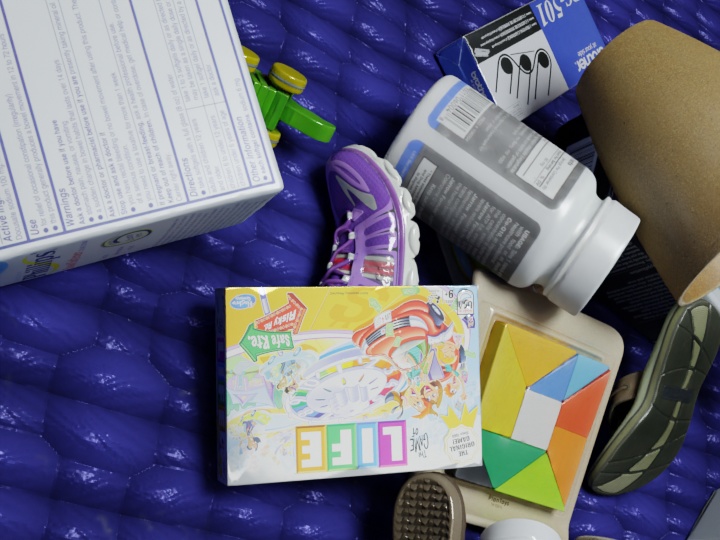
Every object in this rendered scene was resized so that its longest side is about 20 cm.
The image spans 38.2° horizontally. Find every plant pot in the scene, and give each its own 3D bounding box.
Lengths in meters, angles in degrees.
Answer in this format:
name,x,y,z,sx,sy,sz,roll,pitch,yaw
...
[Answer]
name,x,y,z,sx,sy,sz,roll,pitch,yaw
plant pot,0.277,-0.106,0.878,0.185,0.187,0.201,-20,64,-39

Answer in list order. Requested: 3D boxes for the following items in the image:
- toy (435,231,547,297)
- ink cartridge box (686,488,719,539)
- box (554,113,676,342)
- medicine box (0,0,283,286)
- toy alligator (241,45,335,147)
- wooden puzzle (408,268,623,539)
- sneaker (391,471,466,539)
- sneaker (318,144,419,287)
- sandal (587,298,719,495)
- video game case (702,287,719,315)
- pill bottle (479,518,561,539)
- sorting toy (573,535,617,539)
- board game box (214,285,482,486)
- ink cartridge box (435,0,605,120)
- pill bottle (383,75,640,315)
name,x,y,z,sx,sy,sz,roll,pitch,yaw
toy,0.132,-0.011,0.936,0.114,0.047,0.204,-11,84,-40
ink cartridge box,0.438,0.313,1.012,0.083,0.145,0.202,-40,101,-37
box,0.280,-0.048,1.027,0.199,0.104,0.150,34,58,-25
medicine box,-0.174,-0.105,0.662,0.197,0.103,0.185,-16,86,-23
toy alligator,-0.110,-0.147,0.792,0.197,0.060,0.054,20,20,-24
wooden puzzle,0.141,0.121,0.881,0.183,0.037,0.204,22,81,-31
sneaker,0.049,0.254,0.777,0.075,0.069,0.204,29,72,-67
sneaker,0.000,0.000,0.813,0.082,0.080,0.204,-5,80,-32
sandal,0.268,0.116,0.961,0.079,0.057,0.204,21,96,-33
video game case,0.384,-0.005,1.014,0.200,0.022,0.184,46,54,-20
pill bottle,0.119,0.290,0.776,0.110,0.110,0.202,37,37,-23
sorting toy,0.225,0.321,0.822,0.107,0.179,0.201,47,54,-16
board game box,-0.006,0.080,0.759,0.196,0.034,0.137,-1,88,-21
ink cartridge box,0.166,-0.210,1.025,0.199,0.044,0.095,-35,100,-39
pill bottle,0.122,-0.059,0.856,0.199,0.114,0.114,36,53,7
